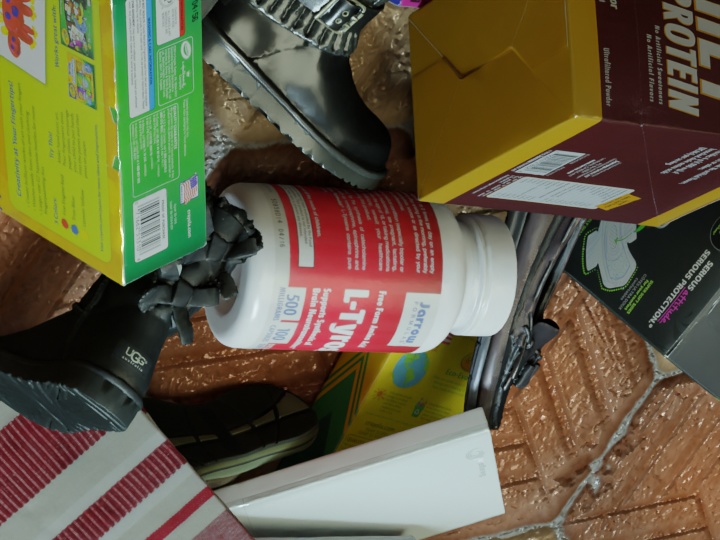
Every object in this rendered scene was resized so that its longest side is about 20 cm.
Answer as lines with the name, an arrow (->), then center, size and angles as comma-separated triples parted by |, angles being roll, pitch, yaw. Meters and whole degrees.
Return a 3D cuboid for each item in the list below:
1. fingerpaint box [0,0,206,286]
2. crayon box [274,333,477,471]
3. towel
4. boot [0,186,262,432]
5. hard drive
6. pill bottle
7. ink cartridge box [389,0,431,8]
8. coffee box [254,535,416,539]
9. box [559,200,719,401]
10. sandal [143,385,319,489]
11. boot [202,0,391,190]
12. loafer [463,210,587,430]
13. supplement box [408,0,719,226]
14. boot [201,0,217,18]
fingerpaint box -> -0.172, -0.119, 1.517 | 0.073, 0.167, 0.201 | -27, 131, -37
crayon box -> 0.037, 0.096, 1.879 | 0.127, 0.051, 0.201 | 19, 107, -41
towel -> -0.183, 0.160, 1.703 | 0.144, 0.200, 0.023 | -41, 174, -5
boot -> -0.159, 0.021, 1.633 | 0.073, 0.198, 0.163 | 42, 68, -26
hard drive -> 0.002, 0.167, 1.826 | 0.199, 0.026, 0.132 | -17, 147, -2
pill bottle -> 0.000, 0.000, 1.729 | 0.199, 0.112, 0.113 | 2, 118, -22
ink cartridge box -> 0.075, -0.224, 1.712 | 0.199, 0.037, 0.095 | 2, 117, -33
coffee box -> -0.062, 0.321, 1.813 | 0.199, 0.200, 0.198 | 2, 149, -35
box -> 0.241, -0.002, 1.852 | 0.124, 0.200, 0.148 | -51, 132, 4
sandal -> -0.120, 0.131, 1.783 | 0.200, 0.080, 0.057 | -6, 135, -32
boot -> -0.007, -0.158, 1.657 | 0.158, 0.079, 0.211 | -44, 133, 6
loafer -> 0.121, 0.024, 1.804 | 0.063, 0.072, 0.201 | 13, 100, 5
supplement box -> 0.167, -0.125, 1.655 | 0.199, 0.197, 0.134 | 5, 74, -28
boot -> -0.065, -0.224, 1.533 | 0.200, 0.182, 0.073 | -45, 105, -4
